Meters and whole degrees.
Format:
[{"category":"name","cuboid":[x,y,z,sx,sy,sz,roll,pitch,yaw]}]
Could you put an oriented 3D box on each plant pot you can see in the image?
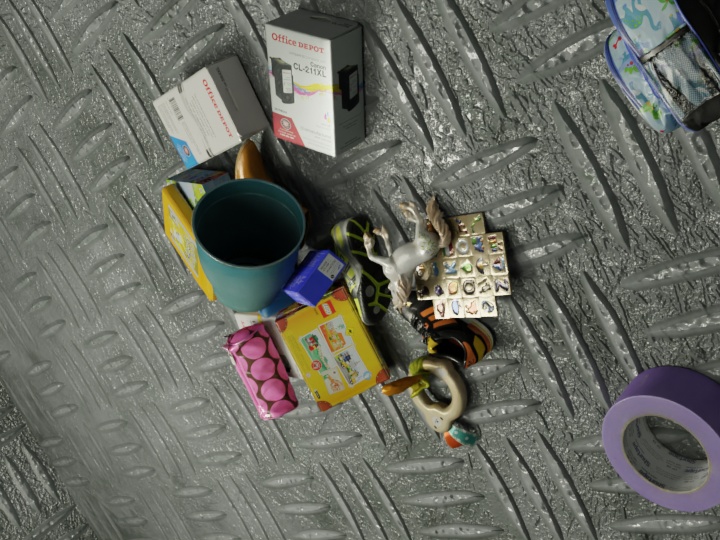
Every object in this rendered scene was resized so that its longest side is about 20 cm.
[{"category":"plant pot","cuboid":[-0.205,-0.031,1.643,0.199,0.200,0.189,38,147,18]}]

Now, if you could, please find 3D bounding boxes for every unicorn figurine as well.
[{"category":"unicorn figurine","cuboid":[0.073,-0.024,1.510,0.200,0.074,0.138,-41,79,39]}]

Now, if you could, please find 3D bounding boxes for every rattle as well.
[{"category":"rattle","cuboid":[0.130,0.269,1.644,0.129,0.143,0.202,-4,109,25]}]

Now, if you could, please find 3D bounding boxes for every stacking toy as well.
[{"category":"stacking toy","cuboid":[-0.222,0.017,1.851,0.199,0.109,0.117,11,125,53]}]

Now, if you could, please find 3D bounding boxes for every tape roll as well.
[{"category":"tape roll","cuboid":[0.467,0.250,1.341,0.199,0.085,0.202,24,130,31]}]

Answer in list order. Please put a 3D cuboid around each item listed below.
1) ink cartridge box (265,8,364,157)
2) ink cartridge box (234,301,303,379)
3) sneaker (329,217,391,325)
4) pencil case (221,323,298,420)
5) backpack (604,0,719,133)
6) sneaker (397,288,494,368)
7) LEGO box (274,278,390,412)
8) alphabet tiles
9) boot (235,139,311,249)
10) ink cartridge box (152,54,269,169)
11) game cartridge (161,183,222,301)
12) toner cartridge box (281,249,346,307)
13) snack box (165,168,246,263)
[{"category":"ink cartridge box","cuboid":[-0.074,-0.309,1.483,0.145,0.083,0.202,22,131,33]},{"category":"ink cartridge box","cuboid":[-0.148,0.138,1.858,0.198,0.085,0.149,2,118,42]},{"category":"sneaker","cuboid":[0.000,0.000,1.641,0.076,0.075,0.202,3,109,52]},{"category":"pencil case","cuboid":[-0.201,0.209,1.821,0.090,0.094,0.202,-7,115,46]},{"category":"backpack","cuboid":[0.364,-0.264,1.016,0.147,0.182,0.201,-33,87,49]},{"category":"sneaker","cuboid":[0.129,0.100,1.559,0.199,0.090,0.071,28,133,27]},{"category":"LEGO box","cuboid":[-0.052,0.142,1.714,0.148,0.077,0.202,-26,100,4]},{"category":"alphabet tiles","cuboid":[0.162,-0.005,1.486,0.199,0.006,0.169,-5,96,45]},{"category":"boot","cuboid":[-0.158,-0.140,1.699,0.143,0.071,0.203,22,135,25]},{"category":"ink cartridge box","cuboid":[-0.280,-0.294,1.690,0.199,0.084,0.147,-14,106,47]},{"category":"game cartridge","cuboid":[-0.340,-0.051,1.830,0.201,0.032,0.177,55,156,21]},{"category":"toner cartridge box","cuboid":[-0.087,0.012,1.636,0.043,0.095,0.200,39,173,-10]},{"category":"snack box","cuboid":[-0.302,-0.113,1.814,0.199,0.067,0.170,14,127,58]}]
